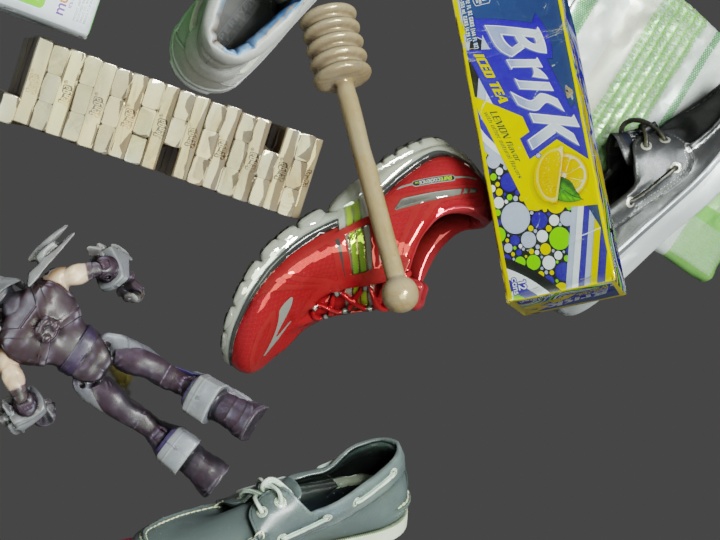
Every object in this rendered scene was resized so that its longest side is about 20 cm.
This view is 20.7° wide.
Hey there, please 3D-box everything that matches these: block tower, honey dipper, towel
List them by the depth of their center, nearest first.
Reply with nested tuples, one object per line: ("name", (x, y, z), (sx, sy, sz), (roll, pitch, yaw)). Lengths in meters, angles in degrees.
("block tower", (-0.122, -0.088, 1.199), (0.200, 0.054, 0.058), (17, 92, -19))
("honey dipper", (0.001, -0.068, 1.199), (0.038, 0.038, 0.200), (-7, 70, -16))
("towel", (0.192, -0.103, 1.311), (0.200, 0.031, 0.149), (34, 90, -21))

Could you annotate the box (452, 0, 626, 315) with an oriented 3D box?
("box", (0.110, -0.078, 1.220), (0.070, 0.064, 0.200), (-12, 79, 11))

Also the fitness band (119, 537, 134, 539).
("fitness band", (-0.160, 0.254, 1.224), (0.200, 0.037, 0.144), (-32, 86, -12))

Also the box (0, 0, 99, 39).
("box", (-0.212, -0.256, 1.125), (0.176, 0.097, 0.200), (18, 93, -18))

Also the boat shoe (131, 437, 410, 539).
("boat shoe", (-0.055, 0.147, 1.227), (0.200, 0.073, 0.062), (-9, 121, -32))

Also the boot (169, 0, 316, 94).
("boot", (-0.036, -0.192, 1.175), (0.074, 0.096, 0.200), (35, 76, -13))

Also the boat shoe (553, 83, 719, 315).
("boat shoe", (0.179, -0.061, 1.267), (0.200, 0.070, 0.066), (-44, 112, 2))

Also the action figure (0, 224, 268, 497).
("action figure", (-0.159, 0.058, 1.202), (0.200, 0.069, 0.130), (35, 96, -3))

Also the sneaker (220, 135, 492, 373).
("sneaker", (0.000, 0.000, 1.221), (0.200, 0.077, 0.085), (-41, 69, -7))
